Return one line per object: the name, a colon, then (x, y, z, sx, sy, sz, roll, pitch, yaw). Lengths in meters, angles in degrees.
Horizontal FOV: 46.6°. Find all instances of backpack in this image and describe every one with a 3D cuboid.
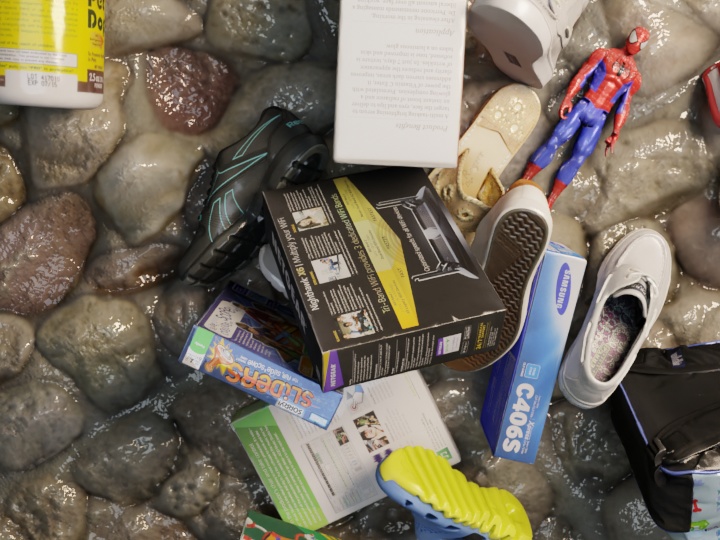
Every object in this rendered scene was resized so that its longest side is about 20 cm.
backpack: (0.352, 0.155, 0.791, 0.197, 0.184, 0.148, -12, 123, 4)

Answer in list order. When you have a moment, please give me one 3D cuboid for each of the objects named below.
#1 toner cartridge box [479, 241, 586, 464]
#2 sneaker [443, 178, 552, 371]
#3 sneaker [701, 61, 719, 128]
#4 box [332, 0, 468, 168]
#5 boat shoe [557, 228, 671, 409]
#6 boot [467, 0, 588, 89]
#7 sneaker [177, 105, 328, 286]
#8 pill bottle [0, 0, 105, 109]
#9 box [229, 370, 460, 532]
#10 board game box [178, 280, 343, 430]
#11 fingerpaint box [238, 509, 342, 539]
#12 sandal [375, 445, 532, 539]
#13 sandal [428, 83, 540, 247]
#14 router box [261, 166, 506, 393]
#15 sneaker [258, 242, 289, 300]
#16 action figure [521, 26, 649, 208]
toner cartridge box: (0.165, 0.074, 0.815, 0.043, 0.095, 0.203, 11, 101, -3)
sneaker: (0.128, 0.007, 0.780, 0.072, 0.085, 0.201, 22, 125, -1)
sneaker: (0.397, -0.211, 0.785, 0.071, 0.112, 0.200, 42, 68, -5)
box: (0.034, -0.198, 0.736, 0.105, 0.152, 0.203, 3, 101, 0)
boat shoe: (0.246, 0.034, 0.780, 0.072, 0.069, 0.200, 37, 67, 7)
boot: (0.149, -0.229, 0.714, 0.073, 0.200, 0.096, 28, 96, 13)
sneaker: (-0.115, -0.069, 0.812, 0.200, 0.075, 0.079, -47, 70, 12)
pill bottle: (-0.285, -0.250, 0.748, 0.108, 0.109, 0.203, 4, 101, -1)
box: (-0.015, 0.172, 0.864, 0.198, 0.036, 0.146, -26, 100, 3)
board game box: (-0.080, 0.069, 0.760, 0.134, 0.200, 0.035, 26, 98, -4)
fingerpaint box: (-0.070, 0.371, 0.862, 0.165, 0.074, 0.202, 19, 111, -4)
sandal: (0.085, 0.246, 0.837, 0.199, 0.080, 0.087, 36, 112, -28)
sandal: (0.106, -0.082, 0.799, 0.077, 0.070, 0.213, 29, 99, -5)
router box: (0.013, -0.003, 0.723, 0.155, 0.201, 0.053, -11, 137, -14)
sneaker: (0.000, 0.000, 0.808, 0.198, 0.075, 0.083, 16, 117, -14)
action figure: (0.216, -0.143, 0.801, 0.065, 0.052, 0.201, 30, 97, -2)
